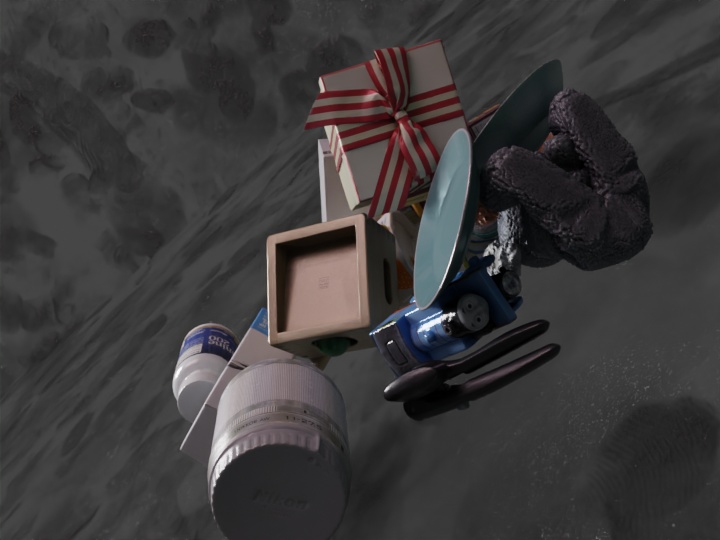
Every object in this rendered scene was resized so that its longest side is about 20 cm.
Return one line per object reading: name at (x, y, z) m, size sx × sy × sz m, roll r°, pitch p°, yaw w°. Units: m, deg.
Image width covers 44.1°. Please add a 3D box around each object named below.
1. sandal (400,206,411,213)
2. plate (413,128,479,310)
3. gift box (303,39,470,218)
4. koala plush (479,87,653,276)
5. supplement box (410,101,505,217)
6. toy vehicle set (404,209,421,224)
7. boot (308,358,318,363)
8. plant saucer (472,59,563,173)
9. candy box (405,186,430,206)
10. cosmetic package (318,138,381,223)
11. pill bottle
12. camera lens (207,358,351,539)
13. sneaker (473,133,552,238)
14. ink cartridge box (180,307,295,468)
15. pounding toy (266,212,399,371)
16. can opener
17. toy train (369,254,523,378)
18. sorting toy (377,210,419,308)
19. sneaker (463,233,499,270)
sandal at (0.063, -0.133, 1.500) m, size 0.202 × 0.083 × 0.050 m, roll -39°, pitch 4°, yaw 36°
plate at (0.097, -0.053, 0.969) m, size 0.200 × 0.025 × 0.203 m, roll -167°, pitch 90°, yaw -83°
gift box at (0.033, -0.170, 1.144) m, size 0.198 × 0.187 × 0.187 m, roll -23°, pitch 1°, yaw -6°
koala plush at (0.218, -0.062, 1.017) m, size 0.177 × 0.184 × 0.200 m, roll -41°, pitch -5°, yaw -24°
supplement box at (0.152, -0.170, 1.372) m, size 0.199 × 0.086 × 0.110 m, roll -31°, pitch 6°, yaw 3°
toy vehicle set at (0.112, -0.131, 1.551) m, size 0.199 × 0.027 × 0.125 m, roll -22°, pitch 28°, yaw 50°
boot at (-0.061, 0.057, 1.428) m, size 0.073 × 0.075 × 0.201 m, roll -36°, pitch 17°, yaw 31°
plant saucer at (0.188, -0.157, 1.063) m, size 0.201 × 0.039 × 0.201 m, roll -46°, pitch -14°, yaw -15°
candy box at (0.083, -0.208, 1.298) m, size 0.115 × 0.202 × 0.056 m, roll -18°, pitch -17°, yaw 7°
cosmetic package at (-0.009, -0.111, 1.441) m, size 0.111 × 0.202 × 0.081 m, roll -4°, pitch 27°, yaw -8°
pill bottle at (-0.262, 0.179, 1.524) m, size 0.111 × 0.111 × 0.200 m, roll -40°, pitch 18°, yaw 10°
camera lens at (-0.091, 0.207, 1.016) m, size 0.160 × 0.160 × 0.200 m, roll -39°, pitch 18°, yaw 10°
sneaker at (0.215, -0.095, 1.165) m, size 0.071 × 0.080 × 0.200 m, roll 23°, pitch 56°, yaw 39°
ink cartridge box at (-0.170, 0.178, 1.306) m, size 0.145 × 0.084 × 0.201 m, roll -57°, pitch 4°, yaw 45°
pounding toy at (-0.039, 0.054, 1.238) m, size 0.182 × 0.142 × 0.203 m, roll -12°, pitch 70°, yaw 24°
can opener at (0.122, 0.111, 0.948) m, size 0.198 × 0.064 × 0.078 m, roll -24°, pitch -2°, yaw 25°
toy train at (0.102, 0.055, 1.026) m, size 0.114 × 0.087 × 0.199 m, roll -38°, pitch 5°, yaw -36°
sorting toy at (0.000, 0.000, 1.359) m, size 0.179 × 0.107 × 0.201 m, roll -35°, pitch 20°, yaw 17°
sneaker at (0.140, -0.060, 1.208) m, size 0.076 × 0.105 × 0.200 m, roll -42°, pitch 18°, yaw 2°
